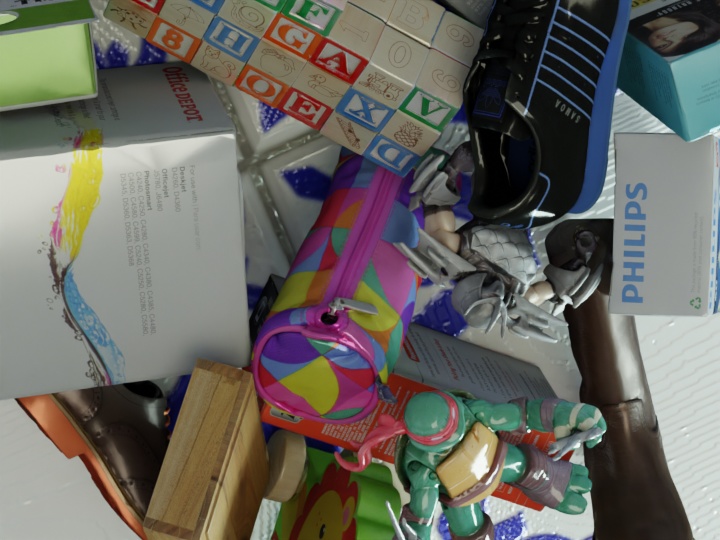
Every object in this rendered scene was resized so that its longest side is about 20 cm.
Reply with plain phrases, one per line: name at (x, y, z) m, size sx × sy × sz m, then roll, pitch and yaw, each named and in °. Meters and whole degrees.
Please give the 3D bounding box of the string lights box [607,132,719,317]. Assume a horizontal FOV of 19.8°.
string lights box at (0.188, -0.026, 1.226) m, size 0.059 × 0.200 × 0.103 m, roll 2°, pitch 91°, yaw 14°

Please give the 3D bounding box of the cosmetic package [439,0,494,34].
cosmetic package at (0.023, -0.225, 1.171) m, size 0.200 × 0.107 × 0.090 m, roll 35°, pitch 98°, yaw -21°

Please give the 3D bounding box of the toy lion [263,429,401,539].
toy lion at (-0.032, 0.200, 1.276) m, size 0.068 × 0.192 × 0.201 m, roll 17°, pitch 106°, yaw -17°

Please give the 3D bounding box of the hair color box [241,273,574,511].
hair color box at (0.029, 0.076, 1.293) m, size 0.199 × 0.102 × 0.061 m, roll 20°, pitch 108°, yaw -19°

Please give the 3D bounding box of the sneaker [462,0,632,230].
sneaker at (0.096, -0.120, 1.119) m, size 0.078 × 0.070 × 0.201 m, roll -14°, pitch 110°, yaw -42°

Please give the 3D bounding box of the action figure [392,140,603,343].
action figure at (0.085, -0.042, 1.207) m, size 0.069 × 0.201 × 0.130 m, roll -25°, pitch 127°, yaw 37°

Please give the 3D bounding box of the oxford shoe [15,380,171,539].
oxford shoe at (-0.137, 0.114, 1.286) m, size 0.073 × 0.071 × 0.200 m, roll -42°, pitch 121°, yaw -10°

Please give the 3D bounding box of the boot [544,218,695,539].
boot at (0.160, 0.078, 1.283) m, size 0.064 × 0.187 × 0.201 m, roll -12°, pitch 116°, yaw -4°

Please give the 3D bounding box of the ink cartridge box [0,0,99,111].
ink cartridge box at (-0.216, -0.116, 1.103) m, size 0.147 × 0.200 × 0.076 m, roll -9°, pitch 113°, yaw -10°

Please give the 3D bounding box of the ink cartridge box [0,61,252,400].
ink cartridge box at (-0.172, -0.025, 1.179) m, size 0.199 × 0.147 × 0.147 m, roll -7°, pitch 112°, yaw -10°

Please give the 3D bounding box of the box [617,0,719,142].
box at (0.183, -0.137, 1.192) m, size 0.082 × 0.200 × 0.049 m, roll -21°, pitch 114°, yaw -6°

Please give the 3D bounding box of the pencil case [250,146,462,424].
pencil case at (0.000, 0.000, 1.201) m, size 0.088 × 0.200 × 0.089 m, roll 9°, pitch 133°, yaw 10°

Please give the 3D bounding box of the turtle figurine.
turtle figurine at (0.068, 0.115, 1.172) m, size 0.150 × 0.101 × 0.200 m, roll -38°, pitch 149°, yaw 1°

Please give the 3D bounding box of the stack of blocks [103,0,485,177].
stack of blocks at (-0.033, -0.144, 1.156) m, size 0.199 × 0.115 × 0.059 m, roll 28°, pitch 59°, yaw -8°

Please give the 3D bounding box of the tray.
tray at (-0.085, 0.130, 1.201) m, size 0.037 × 0.200 × 0.099 m, roll 15°, pitch 71°, yaw 5°
